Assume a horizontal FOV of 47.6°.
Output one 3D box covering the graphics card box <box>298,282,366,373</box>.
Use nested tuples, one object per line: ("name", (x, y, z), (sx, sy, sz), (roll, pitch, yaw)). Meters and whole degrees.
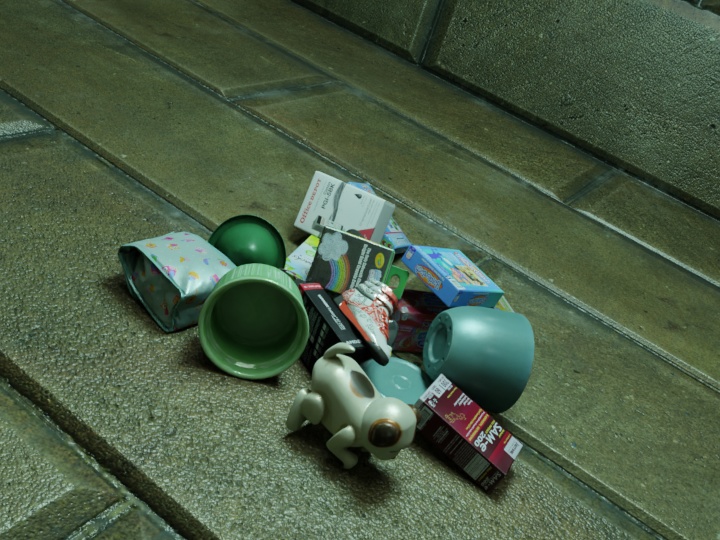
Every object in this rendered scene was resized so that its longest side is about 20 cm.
("graphics card box", (-0.071, 0.132, 1.554), (0.050, 0.127, 0.200), (-1, 35, -34))

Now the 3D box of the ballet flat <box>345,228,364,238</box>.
("ballet flat", (0.000, 0.000, 1.784), (0.068, 0.067, 0.203), (18, 52, -71))

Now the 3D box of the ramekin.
("ramekin", (-0.192, 0.086, 1.487), (0.197, 0.203, 0.098), (15, 21, -10))

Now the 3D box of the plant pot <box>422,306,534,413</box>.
("plant pot", (0.217, 0.162, 1.593), (0.159, 0.202, 0.202), (16, 28, -18))

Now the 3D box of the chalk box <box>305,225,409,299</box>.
("chalk box", (-0.001, -0.002, 1.683), (0.197, 0.127, 0.124), (21, 1, -3))

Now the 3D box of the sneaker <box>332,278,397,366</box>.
("sneaker", (0.033, 0.088, 1.539), (0.107, 0.068, 0.202), (-30, 39, -10))

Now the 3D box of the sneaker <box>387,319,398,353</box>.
("sneaker", (-0.013, 0.102, 1.668), (0.198, 0.075, 0.085), (30, 74, 1))

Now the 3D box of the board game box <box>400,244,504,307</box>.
("board game box", (0.196, 0.013, 1.714), (0.199, 0.045, 0.152), (4, 36, -52))

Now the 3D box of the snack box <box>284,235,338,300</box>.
("snack box", (-0.092, 0.003, 1.833), (0.141, 0.054, 0.200), (25, 29, 9))

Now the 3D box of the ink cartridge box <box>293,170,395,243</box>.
("ink cartridge box", (-0.039, -0.129, 1.934), (0.198, 0.149, 0.083), (24, 4, 21))

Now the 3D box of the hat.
("hat", (-0.233, -0.019, 1.596), (0.167, 0.198, 0.176), (57, 11, -7))

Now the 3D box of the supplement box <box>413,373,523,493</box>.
("supplement box", (0.189, 0.292, 1.479), (0.199, 0.061, 0.109), (41, 33, 10))

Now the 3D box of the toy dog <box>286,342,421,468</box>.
("toy dog", (0.006, 0.235, 1.372), (0.198, 0.196, 0.139), (29, 17, 28))

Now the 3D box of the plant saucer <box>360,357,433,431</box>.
("plant saucer", (0.074, 0.228, 1.578), (0.197, 0.036, 0.201), (16, 29, -9))

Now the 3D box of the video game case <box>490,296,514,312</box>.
("video game case", (0.276, 0.079, 1.792), (0.180, 0.022, 0.201), (25, 22, -27))

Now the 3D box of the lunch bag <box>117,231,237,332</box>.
("lunch bag", (-0.357, 0.005, 1.592), (0.200, 0.123, 0.169), (41, 35, 23))

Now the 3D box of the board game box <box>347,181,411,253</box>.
("board game box", (0.042, -0.131, 2.041), (0.201, 0.036, 0.151), (56, 18, 8))

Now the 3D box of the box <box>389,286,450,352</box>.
("box", (0.145, 0.111, 1.753), (0.197, 0.101, 0.096), (7, 30, -23))
